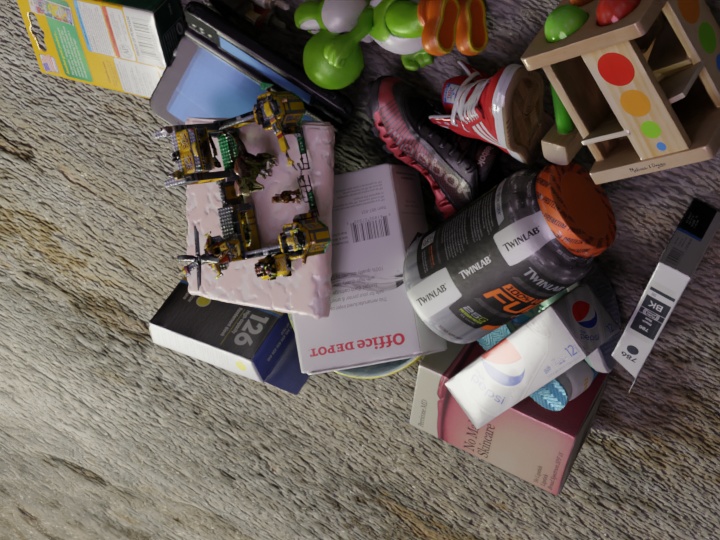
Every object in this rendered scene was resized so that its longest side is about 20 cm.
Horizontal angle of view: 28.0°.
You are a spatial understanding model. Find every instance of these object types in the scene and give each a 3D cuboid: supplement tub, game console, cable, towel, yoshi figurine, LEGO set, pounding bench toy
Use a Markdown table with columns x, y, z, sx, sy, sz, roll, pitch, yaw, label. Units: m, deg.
| x | y | z | sx | sy | sz | roll | pitch | yaw | label |
| --- | --- | --- | --- | --- | --- | --- | --- | --- | --- |
| 0.147 | -0.020 | 1.425 | 0.123 | 0.123 | 0.200 | 45 | 130 | -13 | supplement tub |
| -0.121 | -0.175 | 1.528 | 0.199 | 0.117 | 0.176 | 32 | 179 | -4 | game console |
| -0.157 | -0.311 | 1.511 | 0.200 | 0.050 | 0.097 | 40 | 167 | 16 | cable |
| -0.106 | -0.060 | 1.524 | 0.190 | 0.032 | 0.202 | 8 | 102 | 35 | towel |
| 0.018 | -0.220 | 1.401 | 0.199 | 0.112 | 0.113 | 7 | 142 | 37 | yoshi figurine |
| -0.124 | -0.083 | 1.441 | 0.153 | 0.115 | 0.202 | -2 | 96 | 35 | LEGO set |
| 0.212 | -0.178 | 1.273 | 0.199 | 0.125 | 0.156 | -12 | 123 | 45 | pounding bench toy |

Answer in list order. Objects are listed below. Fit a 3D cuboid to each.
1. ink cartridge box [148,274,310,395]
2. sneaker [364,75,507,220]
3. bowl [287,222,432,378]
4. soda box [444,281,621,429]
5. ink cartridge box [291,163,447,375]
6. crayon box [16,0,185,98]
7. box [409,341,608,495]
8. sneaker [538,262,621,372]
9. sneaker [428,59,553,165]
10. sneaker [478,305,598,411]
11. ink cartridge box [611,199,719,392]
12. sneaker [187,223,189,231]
| x | y | z | sx | sy | sz | roll | pitch | yaw | label |
| --- | --- | --- | --- | --- | --- | --- | --- | --- | --- |
| -0.116 | 0.035 | 1.708 | 0.198 | 0.198 | 0.047 | 16 | 141 | 23 | ink cartridge box |
| 0.088 | -0.126 | 1.474 | 0.098 | 0.071 | 0.201 | -16 | 122 | 47 | sneaker |
| 0.025 | 0.019 | 1.633 | 0.198 | 0.107 | 0.202 | 0 | 90 | 24 | bowl |
| 0.176 | 0.091 | 1.507 | 0.064 | 0.068 | 0.200 | 54 | 139 | 5 | soda box |
| 0.000 | 0.000 | 1.539 | 0.144 | 0.084 | 0.202 | -11 | 86 | 25 | ink cartridge box |
| -0.287 | -0.269 | 1.633 | 0.198 | 0.052 | 0.126 | 15 | 139 | 25 | crayon box |
| 0.170 | 0.149 | 1.678 | 0.199 | 0.109 | 0.128 | 24 | 142 | 15 | box |
| 0.198 | 0.025 | 1.547 | 0.118 | 0.074 | 0.202 | -13 | 112 | 38 | sneaker |
| 0.115 | -0.161 | 1.361 | 0.112 | 0.072 | 0.200 | 29 | 176 | 16 | sneaker |
| 0.181 | 0.059 | 1.605 | 0.200 | 0.080 | 0.077 | 52 | 147 | 11 | sneaker |
| 0.301 | 0.028 | 1.450 | 0.039 | 0.100 | 0.201 | 27 | 142 | 11 | ink cartridge box |
| -0.149 | -0.103 | 1.648 | 0.089 | 0.075 | 0.202 | -2 | 95 | 16 | sneaker |
